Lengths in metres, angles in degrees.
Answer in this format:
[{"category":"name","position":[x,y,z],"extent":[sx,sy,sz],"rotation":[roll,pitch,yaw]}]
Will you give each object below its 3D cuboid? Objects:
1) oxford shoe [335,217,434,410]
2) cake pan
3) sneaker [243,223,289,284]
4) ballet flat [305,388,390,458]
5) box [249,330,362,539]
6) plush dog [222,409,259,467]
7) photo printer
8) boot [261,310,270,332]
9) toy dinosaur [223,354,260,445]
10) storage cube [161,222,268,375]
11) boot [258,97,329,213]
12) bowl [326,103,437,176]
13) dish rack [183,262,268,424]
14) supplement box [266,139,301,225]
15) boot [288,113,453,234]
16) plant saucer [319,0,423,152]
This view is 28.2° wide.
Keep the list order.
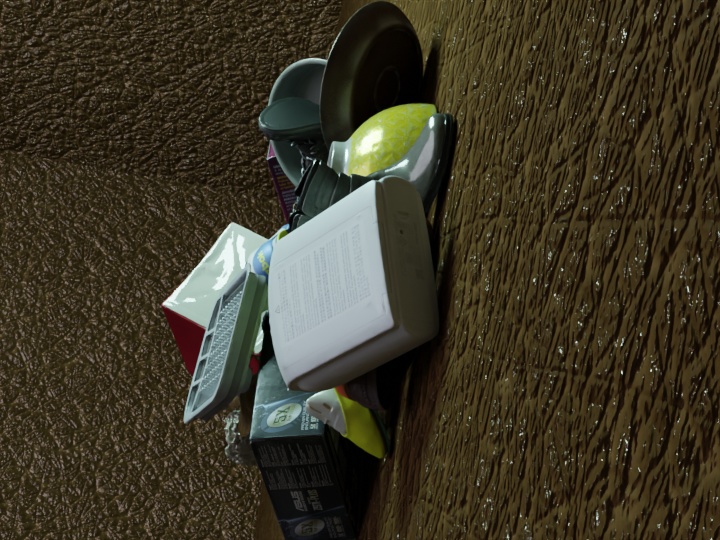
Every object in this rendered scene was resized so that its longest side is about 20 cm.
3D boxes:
[{"category":"oxford shoe","position":[0.041,0.044,1.430],"extent":[0.073,0.071,0.200],"rotation":[24,99,50]},{"category":"cake pan","position":[-0.035,-0.180,1.855],"extent":[0.037,0.200,0.200],"rotation":[-29,-38,-46]},{"category":"sneaker","position":[-0.099,-0.011,1.808],"extent":[0.082,0.074,0.200],"rotation":[-39,-4,11]},{"category":"ballet flat","position":[-0.036,0.117,1.526],"extent":[0.067,0.067,0.200],"rotation":[114,135,-67]},{"category":"box","position":[-0.058,0.190,1.650],"extent":[0.164,0.086,0.200],"rotation":[-86,-13,-44]},{"category":"plush dog","position":[-0.062,0.178,1.851],"extent":[0.172,0.160,0.200],"rotation":[-63,-12,24]},{"category":"photo printer","position":[-0.016,0.022,1.392],"extent":[0.200,0.069,0.167],"rotation":[-31,57,43]},{"category":"boot","position":[-0.064,0.063,1.831],"extent":[0.158,0.079,0.211],"rotation":[-43,-11,-39]},{"category":"toy dinosaur","position":[-0.124,0.156,1.739],"extent":[0.101,0.058,0.200],"rotation":[-69,22,0]},{"category":"storage cube","position":[-0.146,0.073,2.027],"extent":[0.171,0.200,0.180],"rotation":[-51,-28,-25]},{"category":"boot","position":[-0.056,-0.122,1.746],"extent":[0.069,0.200,0.174],"rotation":[35,123,34]},{"category":"bowl","position":[0.014,-0.099,1.622],"extent":[0.200,0.107,0.201],"rotation":[-170,90,-85]},{"category":"dish rack","position":[-0.154,0.093,1.697],"extent":[0.200,0.043,0.172],"rotation":[139,148,-67]},{"category":"supplement box","position":[-0.056,-0.112,2.032],"extent":[0.131,0.103,0.200],"rotation":[-89,-16,-59]},{"category":"boot","position":[0.006,-0.086,1.462],"extent":[0.068,0.130,0.200],"rotation":[-88,21,-66]},{"category":"plant saucer","position":[0.021,-0.217,1.703],"extent":[0.200,0.032,0.200],"rotation":[-36,-45,-46]}]
